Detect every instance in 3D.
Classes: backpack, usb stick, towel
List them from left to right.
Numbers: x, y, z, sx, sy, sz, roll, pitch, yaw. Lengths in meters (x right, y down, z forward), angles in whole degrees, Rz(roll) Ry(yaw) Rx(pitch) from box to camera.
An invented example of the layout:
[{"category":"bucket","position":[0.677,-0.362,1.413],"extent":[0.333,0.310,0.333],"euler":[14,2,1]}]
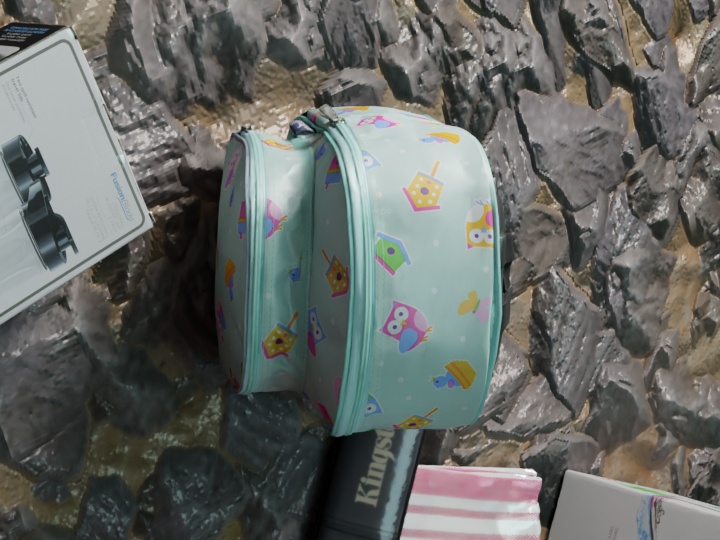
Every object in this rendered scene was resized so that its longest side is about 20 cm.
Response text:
[{"category":"backpack","position":[0.000,0.000,0.833],"extent":[0.153,0.200,0.176],"euler":[0,99,-19]},{"category":"usb stick","position":[0.009,0.118,0.964],"extent":[0.033,0.055,0.200],"euler":[24,80,-79]},{"category":"towel","position":[0.071,0.227,1.011],"extent":[0.146,0.030,0.200],"euler":[9,72,-41]}]

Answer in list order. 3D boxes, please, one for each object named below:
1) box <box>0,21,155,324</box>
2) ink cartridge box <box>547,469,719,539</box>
[{"category":"box","position":[-0.208,-0.025,0.741],"extent":[0.200,0.060,0.117],"euler":[-37,120,-29]},{"category":"ink cartridge box","position":[0.243,0.241,1.091],"extent":[0.147,0.200,0.146],"euler":[17,86,-42]}]
